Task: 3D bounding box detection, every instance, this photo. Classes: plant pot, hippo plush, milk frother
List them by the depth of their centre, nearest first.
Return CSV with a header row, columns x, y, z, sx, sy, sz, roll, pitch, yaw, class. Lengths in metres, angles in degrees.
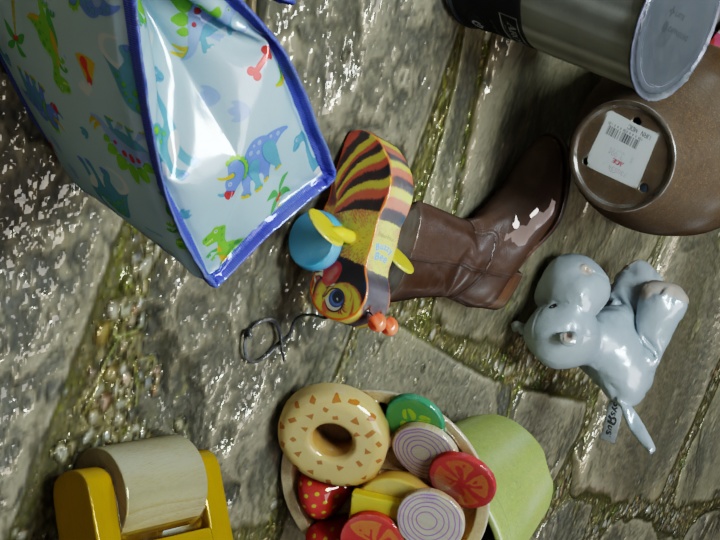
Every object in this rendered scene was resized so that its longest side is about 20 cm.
x,y,z,sx,sy,sz,roll,pitch,yaw,class
0.201,-0.254,0.902,0.179,0.187,0.203,5,111,-52,milk frother
0.263,-0.112,1.042,0.199,0.185,0.190,-18,129,-59,plant pot
0.096,0.235,1.141,0.183,0.198,0.203,-24,133,-53,plant pot
0.237,0.067,1.245,0.159,0.159,0.203,20,84,-23,hippo plush

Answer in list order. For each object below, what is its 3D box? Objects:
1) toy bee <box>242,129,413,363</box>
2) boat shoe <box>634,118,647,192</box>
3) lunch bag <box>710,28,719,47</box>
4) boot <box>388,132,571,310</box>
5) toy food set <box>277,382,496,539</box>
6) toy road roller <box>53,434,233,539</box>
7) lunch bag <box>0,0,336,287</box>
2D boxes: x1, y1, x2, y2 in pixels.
x,y,z,sx,sy,sz,roll,pitch,yaw,class
0.000,0.000,0.910,0.130,0.108,0.203,-12,124,-47,toy bee
0.306,-0.118,1.204,0.071,0.090,0.202,-36,138,-27,boat shoe
0.451,-0.210,1.329,0.176,0.081,0.202,-43,143,-27,lunch bag
0.095,-0.050,1.033,0.198,0.064,0.189,9,105,-47,boot
0.021,0.192,1.007,0.049,0.195,0.203,-52,149,-64,toy food set
-0.181,0.235,0.874,0.122,0.145,0.204,-1,78,-49,toy road roller
-0.121,-0.121,0.626,0.127,0.169,0.201,-44,140,-18,lunch bag
